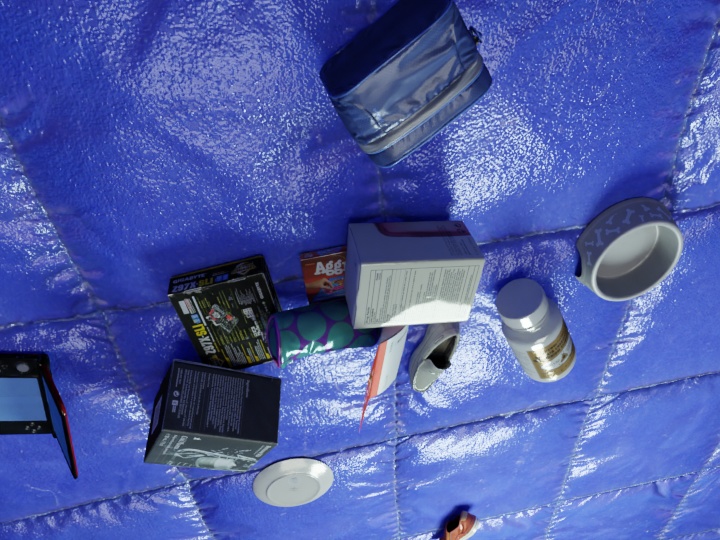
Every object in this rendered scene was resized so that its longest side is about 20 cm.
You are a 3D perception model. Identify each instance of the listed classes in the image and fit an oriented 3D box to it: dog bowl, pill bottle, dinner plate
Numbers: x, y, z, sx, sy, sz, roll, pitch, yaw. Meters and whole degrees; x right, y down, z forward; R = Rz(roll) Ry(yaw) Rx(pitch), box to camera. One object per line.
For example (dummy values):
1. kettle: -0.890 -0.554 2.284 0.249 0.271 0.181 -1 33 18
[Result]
1. dog bowl: 0.490 -0.029 0.951 0.194 0.059 0.204 -6 129 -7
2. pill bottle: 0.330 0.112 0.986 0.113 0.116 0.201 -29 128 11
3. dinner plate: -0.159 0.517 1.246 0.194 0.025 0.204 -7 127 -9

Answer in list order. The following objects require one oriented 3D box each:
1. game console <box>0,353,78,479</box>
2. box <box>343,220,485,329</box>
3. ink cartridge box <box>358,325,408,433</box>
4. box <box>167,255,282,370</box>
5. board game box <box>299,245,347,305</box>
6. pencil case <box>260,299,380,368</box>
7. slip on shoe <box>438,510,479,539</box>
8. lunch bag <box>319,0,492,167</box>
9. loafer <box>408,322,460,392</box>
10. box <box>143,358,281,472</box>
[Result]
1. game console: -0.568 0.253 0.884 0.167 0.120 0.204 4 126 -16
2. box: 0.077 0.004 0.824 0.194 0.110 0.131 -2 128 -12
3. ink cartridge box: 0.047 0.154 0.890 0.055 0.203 0.165 10 136 4
4. box: -0.212 0.082 0.881 0.155 0.050 0.204 -12 129 0
5. board game box: 0.000 0.000 0.885 0.194 0.020 0.105 -11 128 -5
6. pencil case: -0.062 0.103 0.874 0.195 0.085 0.095 -7 113 -31
7. slip on shoe: 0.269 0.759 1.514 0.060 0.074 0.202 34 126 6
8. lunch bag: 0.063 -0.235 0.642 0.198 0.137 0.133 -34 128 12
9. loafer: 0.143 0.172 1.018 0.068 0.071 0.204 3 126 -15
10. box: -0.264 0.267 0.930 0.192 0.127 0.200 14 143 -24
